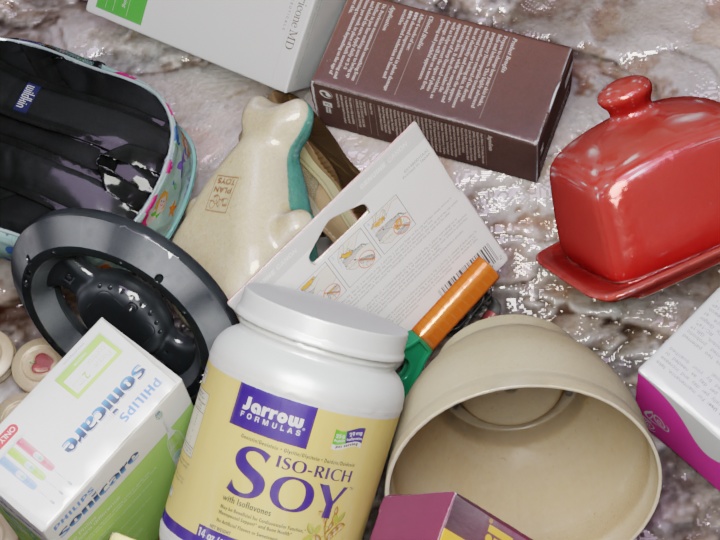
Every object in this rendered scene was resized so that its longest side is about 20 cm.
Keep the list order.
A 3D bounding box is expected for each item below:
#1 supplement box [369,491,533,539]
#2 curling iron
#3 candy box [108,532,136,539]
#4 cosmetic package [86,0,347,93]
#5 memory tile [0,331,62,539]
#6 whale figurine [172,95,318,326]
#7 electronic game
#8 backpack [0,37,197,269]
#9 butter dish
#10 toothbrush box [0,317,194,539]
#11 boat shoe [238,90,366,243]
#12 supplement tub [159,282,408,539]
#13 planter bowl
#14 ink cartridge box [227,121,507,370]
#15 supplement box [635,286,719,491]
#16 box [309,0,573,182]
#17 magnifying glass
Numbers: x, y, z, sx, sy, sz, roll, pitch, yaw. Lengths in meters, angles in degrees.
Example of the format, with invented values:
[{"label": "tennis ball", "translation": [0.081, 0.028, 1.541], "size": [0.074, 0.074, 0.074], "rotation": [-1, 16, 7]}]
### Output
[{"label": "supplement box", "translation": [0.095, 0.249, 1.390], "size": [0.200, 0.086, 0.110], "rotation": [34, 64, -26]}, {"label": "curling iron", "translation": [0.062, 0.099, 1.561], "size": [0.050, 0.026, 0.200], "rotation": [9, 69, 32]}, {"label": "candy box", "translation": [-0.092, 0.264, 1.442], "size": [0.200, 0.115, 0.055], "rotation": [18, 68, 13]}, {"label": "cosmetic package", "translation": [-0.119, -0.237, 1.681], "size": [0.200, 0.085, 0.108], "rotation": [23, 107, 17]}, {"label": "memory tile", "translation": [-0.324, 0.136, 1.579], "size": [0.153, 0.017, 0.200], "rotation": [10, 66, 10]}, {"label": "whale figurine", "translation": [-0.076, -0.037, 1.575], "size": [0.159, 0.104, 0.200], "rotation": [7, 80, 50]}, {"label": "electronic game", "translation": [-0.180, 0.031, 1.519], "size": [0.200, 0.200, 0.042], "rotation": [20, 49, 14]}, {"label": "backpack", "translation": [-0.236, -0.079, 1.600], "size": [0.200, 0.151, 0.178], "rotation": [16, 71, 21]}, {"label": "butter dish", "translation": [0.226, -0.080, 1.522], "size": [0.200, 0.199, 0.148], "rotation": [-24, 104, -6]}, {"label": "toothbrush box", "translation": [-0.192, 0.148, 1.460], "size": [0.086, 0.200, 0.146], "rotation": [36, 73, 19]}, {"label": "boat shoe", "translation": [-0.029, -0.057, 1.627], "size": [0.065, 0.071, 0.200], "rotation": [-45, 64, 22]}, {"label": "supplement tub", "translation": [-0.052, 0.122, 1.411], "size": [0.145, 0.145, 0.200], "rotation": [18, 97, 13]}, {"label": "planter bowl", "translation": [0.116, 0.119, 1.469], "size": [0.200, 0.200, 0.135], "rotation": [-5, 37, 2]}, {"label": "ink cartridge box", "translation": [0.000, 0.000, 1.517], "size": [0.200, 0.176, 0.045], "rotation": [-44, 42, -8]}, {"label": "supplement box", "translation": [0.314, 0.060, 1.514], "size": [0.103, 0.101, 0.200], "rotation": [40, 73, 21]}, {"label": "box", "translation": [0.070, -0.156, 1.656], "size": [0.200, 0.075, 0.100], "rotation": [16, 66, 14]}, {"label": "magnifying glass", "translation": [0.033, 0.069, 1.538], "size": [0.200, 0.080, 0.022], "rotation": [-46, 37, -5]}]
